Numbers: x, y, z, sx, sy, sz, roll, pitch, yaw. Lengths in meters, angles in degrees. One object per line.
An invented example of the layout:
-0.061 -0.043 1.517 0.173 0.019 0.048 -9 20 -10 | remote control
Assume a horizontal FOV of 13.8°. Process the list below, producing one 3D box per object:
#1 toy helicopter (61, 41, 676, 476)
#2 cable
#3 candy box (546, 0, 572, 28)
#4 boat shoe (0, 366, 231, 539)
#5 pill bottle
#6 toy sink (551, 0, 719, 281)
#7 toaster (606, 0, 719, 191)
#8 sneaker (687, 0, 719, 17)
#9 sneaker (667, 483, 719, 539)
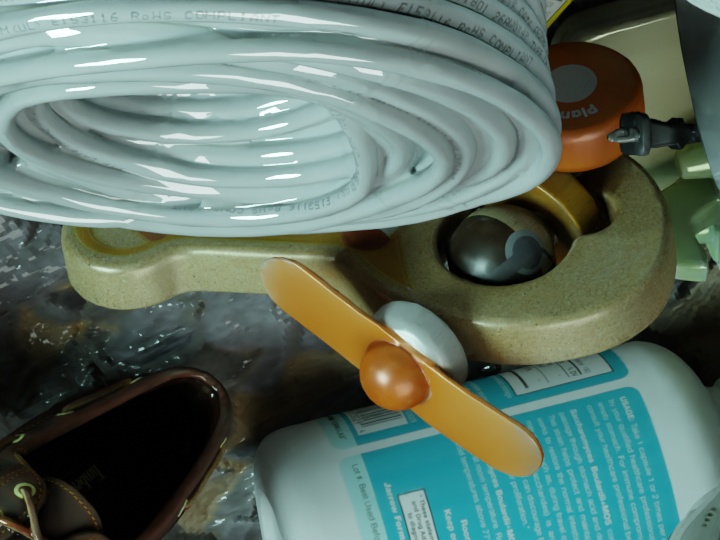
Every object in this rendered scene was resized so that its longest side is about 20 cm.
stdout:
0.000 0.000 0.943 0.199 0.133 0.079 0 136 11 | toy helicopter
-0.043 -0.062 0.828 0.199 0.070 0.200 12 163 -28 | cable
0.006 -0.132 0.866 0.199 0.027 0.102 17 130 -39 | candy box
-0.112 0.088 0.984 0.070 0.070 0.200 -36 -174 37 | boat shoe
0.067 0.091 1.100 0.199 0.111 0.111 -13 143 -8 | pill bottle
0.175 -0.029 1.001 0.199 0.112 0.131 -14 142 -7 | toy sink
0.176 -0.070 0.853 0.199 0.114 0.129 -13 -174 -7 | toaster
0.068 -0.113 0.759 0.115 0.200 0.074 22 87 -37 | sneaker
0.189 0.073 0.990 0.199 0.076 0.092 -19 160 -33 | sneaker
